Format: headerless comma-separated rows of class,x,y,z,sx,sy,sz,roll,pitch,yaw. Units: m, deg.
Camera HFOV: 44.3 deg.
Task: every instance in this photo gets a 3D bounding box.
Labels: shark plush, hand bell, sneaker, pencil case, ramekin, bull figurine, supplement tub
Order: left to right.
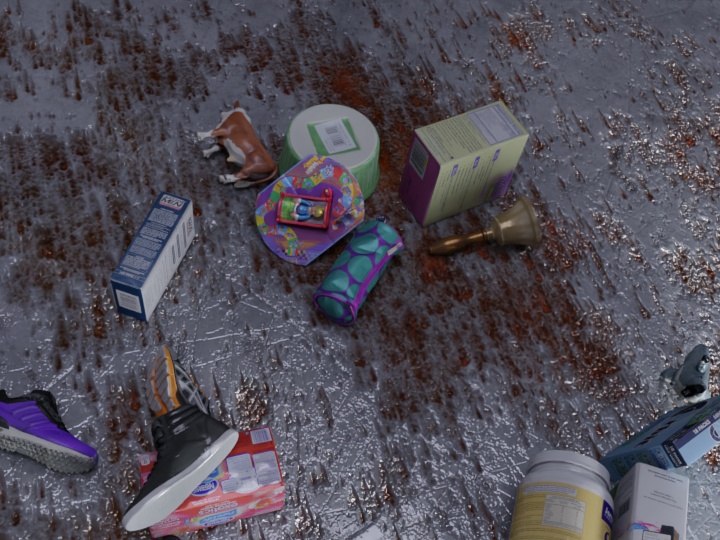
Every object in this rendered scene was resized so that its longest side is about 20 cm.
sneaker,-0.474,0.228,1.323,0.198,0.070,0.100,18,52,4
sneaker,-0.270,0.264,1.216,0.099,0.071,0.200,35,52,18
sneaker,-0.277,0.202,1.379,0.077,0.078,0.201,6,44,-39
bull figurine,-0.239,-0.240,1.693,0.121,0.065,0.200,-27,61,-20
ramekin,-0.056,-0.223,1.687,0.198,0.098,0.201,4,54,-6
pencil case,0.000,0.000,1.546,0.092,0.085,0.201,5,47,38
hand bell,0.223,-0.063,1.641,0.198,0.104,0.105,-17,58,-5
supplement tub,0.290,0.381,1.287,0.144,0.146,0.201,17,55,4
shark plush,0.547,0.169,1.467,0.091,0.084,0.200,34,14,25

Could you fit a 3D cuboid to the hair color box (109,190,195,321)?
hair color box,-0.349,-0.026,1.502,0.060,0.100,0.201,18,54,6

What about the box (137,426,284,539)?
box,-0.217,0.310,1.289,0.198,0.096,0.100,-10,56,-15

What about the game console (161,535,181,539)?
game console,-0.271,0.458,1.164,0.176,0.117,0.200,41,59,19

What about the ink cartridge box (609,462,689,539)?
ink cartridge box,0.405,0.406,1.286,0.083,0.145,0.201,17,54,3

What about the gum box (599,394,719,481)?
gum box,0.491,0.257,1.371,0.169,0.200,0.045,-26,80,-25

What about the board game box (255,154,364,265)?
board game box,-0.095,-0.113,1.575,0.199,0.039,0.158,-37,84,1

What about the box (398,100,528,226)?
box,0.189,-0.200,1.661,0.199,0.176,0.097,-21,61,-21
